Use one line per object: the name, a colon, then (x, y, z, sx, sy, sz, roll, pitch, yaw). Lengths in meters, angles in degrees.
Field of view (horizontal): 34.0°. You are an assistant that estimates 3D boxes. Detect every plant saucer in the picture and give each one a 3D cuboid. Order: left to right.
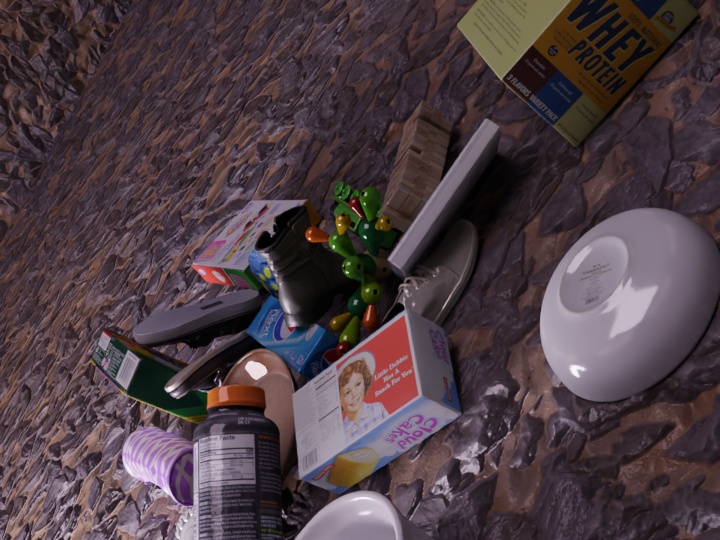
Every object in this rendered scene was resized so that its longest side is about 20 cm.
plant saucer: (-0.127, 0.202, 1.498, 0.199, 0.036, 0.204, -23, 60, 48)

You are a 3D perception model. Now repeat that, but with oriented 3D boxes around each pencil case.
pencil case: (-0.269, 0.274, 1.648, 0.199, 0.083, 0.087, 3, 97, 61)

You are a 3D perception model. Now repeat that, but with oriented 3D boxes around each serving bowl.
serving bowl: (0.241, 0.020, 1.120, 0.199, 0.065, 0.202, -39, 32, 30)

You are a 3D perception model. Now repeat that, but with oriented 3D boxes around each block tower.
block tower: (0.075, -0.136, 1.534, 0.058, 0.053, 0.202, -53, 15, 43)

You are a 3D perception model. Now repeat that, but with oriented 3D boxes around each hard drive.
hard drive: (0.102, -0.081, 1.422, 0.201, 0.026, 0.132, -55, -8, -3)

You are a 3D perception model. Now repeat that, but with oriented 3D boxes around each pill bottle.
pill bottle: (-0.145, 0.240, 1.388, 0.106, 0.105, 0.204, -23, 62, 45)

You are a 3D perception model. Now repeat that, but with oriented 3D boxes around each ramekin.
ramekin: (0.003, 0.325, 1.131, 0.200, 0.097, 0.202, -39, 31, 29)

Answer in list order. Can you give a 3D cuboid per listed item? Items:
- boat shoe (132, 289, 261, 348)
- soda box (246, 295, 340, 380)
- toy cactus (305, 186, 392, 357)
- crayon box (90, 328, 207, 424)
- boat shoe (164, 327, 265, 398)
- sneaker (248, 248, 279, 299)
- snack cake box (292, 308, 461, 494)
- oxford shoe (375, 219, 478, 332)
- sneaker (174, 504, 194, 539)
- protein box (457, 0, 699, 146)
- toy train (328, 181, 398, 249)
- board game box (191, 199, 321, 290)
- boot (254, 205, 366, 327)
boat shoe: (-0.229, 0.082, 1.699, 0.197, 0.058, 0.068, -17, 22, -25)
soda box: (-0.077, 0.096, 1.545, 0.065, 0.068, 0.199, -56, 27, -5)
toy cactus: (0.000, 0.000, 1.457, 0.100, 0.165, 0.204, -1, 92, 17)
crayon box: (-0.276, 0.157, 1.681, 0.199, 0.171, 0.059, 21, 86, 61)
boat shoe: (-0.186, 0.135, 1.589, 0.072, 0.063, 0.200, -29, 2, 32)
sneaker: (-0.101, -0.009, 1.619, 0.083, 0.070, 0.200, -50, -13, -9)
snack cake box: (0.013, 0.149, 1.322, 0.199, 0.067, 0.116, -38, 42, 31)
oxford shoe: (0.077, 0.023, 1.392, 0.202, 0.057, 0.075, -59, 26, -11)
sneaker: (-0.209, 0.362, 1.469, 0.201, 0.074, 0.082, -52, 34, 27)
protein box: (0.247, -0.293, 1.380, 0.200, 0.134, 0.199, -48, 27, 15)
toy train: (0.003, -0.077, 1.641, 0.057, 0.041, 0.200, -64, 27, 5)
board game box: (-0.164, -0.044, 1.832, 0.153, 0.040, 0.199, -49, 24, -18)
boot: (-0.056, -0.028, 1.522, 0.067, 0.133, 0.200, -5, 24, 31)
